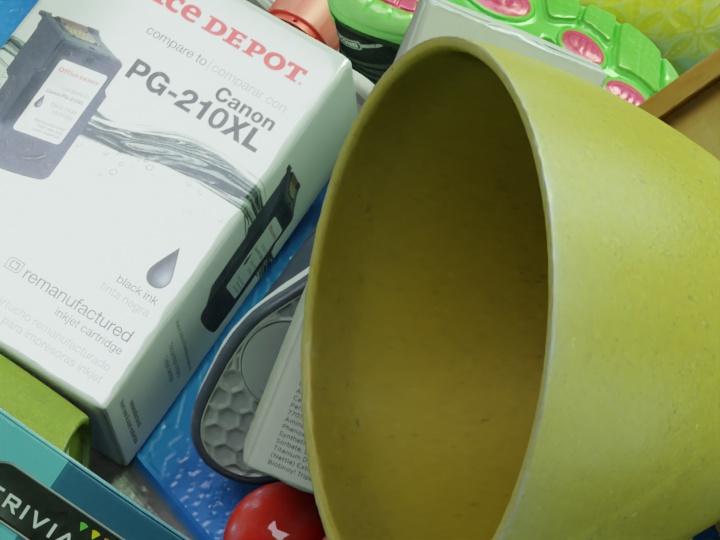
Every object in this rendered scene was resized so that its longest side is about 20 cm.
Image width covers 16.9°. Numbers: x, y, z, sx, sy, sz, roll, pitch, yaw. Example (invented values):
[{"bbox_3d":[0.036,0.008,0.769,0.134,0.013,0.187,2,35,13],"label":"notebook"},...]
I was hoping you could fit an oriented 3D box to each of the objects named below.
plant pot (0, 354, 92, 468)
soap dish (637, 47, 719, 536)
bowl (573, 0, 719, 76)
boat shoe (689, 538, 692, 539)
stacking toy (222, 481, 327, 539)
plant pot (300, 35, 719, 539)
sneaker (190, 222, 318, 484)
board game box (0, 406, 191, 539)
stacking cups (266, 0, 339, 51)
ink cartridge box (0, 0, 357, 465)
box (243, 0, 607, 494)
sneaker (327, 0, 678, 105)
[{"bbox_3d":[-0.222,0.082,1.025,0.199,0.188,0.188,15,55,4],"label":"plant pot"},{"bbox_3d":[0.172,-0.001,0.978,0.157,0.081,0.201,-34,59,20],"label":"soap dish"},{"bbox_3d":[0.138,-0.203,1.175,0.199,0.108,0.201,1,59,-2],"label":"bowl"},{"bbox_3d":[0.088,0.071,1.012,0.072,0.073,0.200,-21,31,2],"label":"boat shoe"},{"bbox_3d":[0.027,0.137,0.978,0.199,0.086,0.085,24,60,33],"label":"stacking toy"},{"bbox_3d":[0.081,0.026,0.863,0.141,0.201,0.201,6,46,-24],"label":"plant pot"},{"bbox_3d":[0.002,0.001,1.084,0.077,0.146,0.203,39,98,-8],"label":"sneaker"},{"bbox_3d":[-0.142,0.170,0.915,0.151,0.047,0.201,36,81,-10],"label":"board game box"},{"bbox_3d":[0.020,-0.186,1.247,0.060,0.061,0.201,19,60,24],"label":"stacking cups"},{"bbox_3d":[-0.112,-0.038,1.103,0.144,0.084,0.200,30,71,14],"label":"ink cartridge box"},{"bbox_3d":[0.024,-0.004,0.973,0.082,0.068,0.201,23,97,-3],"label":"box"},{"bbox_3d":[0.074,-0.088,1.148,0.199,0.084,0.077,32,61,11],"label":"sneaker"}]
